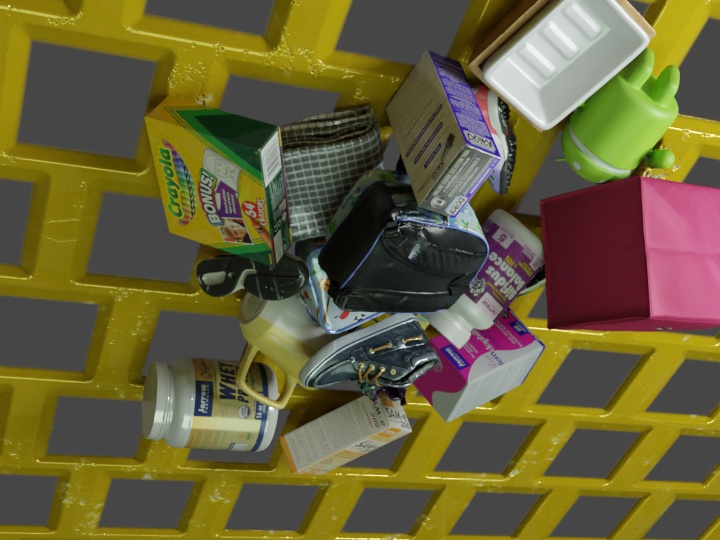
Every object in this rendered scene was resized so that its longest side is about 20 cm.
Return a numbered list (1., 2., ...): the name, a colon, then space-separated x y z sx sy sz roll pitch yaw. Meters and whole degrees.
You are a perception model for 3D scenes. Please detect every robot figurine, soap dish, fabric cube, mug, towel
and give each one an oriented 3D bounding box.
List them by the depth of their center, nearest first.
1. soap dish: 0.256 -0.294 1.425 0.157 0.082 0.200 33 120 -32
2. towel: -0.062 -0.126 1.517 0.197 0.086 0.167 -13 136 -1
3. robot figurine: 0.357 -0.205 1.525 0.174 0.116 0.201 32 125 -5
4. fabric cube: 0.400 -0.015 1.597 0.198 0.203 0.195 3 172 -38
5. mug: -0.106 0.096 1.676 0.153 0.188 0.149 34 139 -29

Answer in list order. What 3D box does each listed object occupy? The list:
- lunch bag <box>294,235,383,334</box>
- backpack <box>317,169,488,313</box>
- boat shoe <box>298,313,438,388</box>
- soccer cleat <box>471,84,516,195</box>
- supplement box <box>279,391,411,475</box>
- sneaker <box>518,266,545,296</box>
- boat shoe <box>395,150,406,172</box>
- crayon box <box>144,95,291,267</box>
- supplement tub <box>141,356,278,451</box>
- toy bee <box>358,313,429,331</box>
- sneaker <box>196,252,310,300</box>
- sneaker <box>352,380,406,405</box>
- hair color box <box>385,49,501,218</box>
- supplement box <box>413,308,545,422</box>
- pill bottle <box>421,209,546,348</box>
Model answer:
1. lunch bag: 0.000 0.000 1.612 0.198 0.075 0.162 -22 117 -17
2. backpack: 0.061 -0.039 1.479 0.198 0.148 0.184 8 134 -32
3. boat shoe: 0.014 0.137 1.601 0.199 0.091 0.071 -26 152 -15
4. soccer cleat: 0.176 -0.184 1.549 0.072 0.069 0.201 5 146 18
5. supplement box: -0.025 0.287 1.930 0.198 0.074 0.126 -28 161 14
6. sneaker: 0.309 0.004 1.763 0.198 0.074 0.081 -21 140 9
7. boat shoe: 0.094 -0.110 1.579 0.090 0.071 0.202 -10 137 -13
8. crayon box: -0.183 -0.115 1.448 0.171 0.058 0.202 17 137 20
9. supplement tub: -0.243 0.215 1.775 0.198 0.145 0.145 6 133 -21
10. toy bee: 0.088 0.078 1.752 0.129 0.109 0.201 7 133 -24
11. sneaker: -0.131 -0.012 1.582 0.199 0.115 0.077 -1 110 38
12. sneaker: 0.002 0.164 1.821 0.198 0.089 0.074 17 146 -29
13. hair color box: 0.103 -0.178 1.423 0.064 0.201 0.110 16 129 -28
14. supplement box: 0.191 0.151 1.799 0.199 0.101 0.104 -21 147 -40
15. pill bottle: 0.183 0.016 1.662 0.200 0.112 0.112 -50 131 0
